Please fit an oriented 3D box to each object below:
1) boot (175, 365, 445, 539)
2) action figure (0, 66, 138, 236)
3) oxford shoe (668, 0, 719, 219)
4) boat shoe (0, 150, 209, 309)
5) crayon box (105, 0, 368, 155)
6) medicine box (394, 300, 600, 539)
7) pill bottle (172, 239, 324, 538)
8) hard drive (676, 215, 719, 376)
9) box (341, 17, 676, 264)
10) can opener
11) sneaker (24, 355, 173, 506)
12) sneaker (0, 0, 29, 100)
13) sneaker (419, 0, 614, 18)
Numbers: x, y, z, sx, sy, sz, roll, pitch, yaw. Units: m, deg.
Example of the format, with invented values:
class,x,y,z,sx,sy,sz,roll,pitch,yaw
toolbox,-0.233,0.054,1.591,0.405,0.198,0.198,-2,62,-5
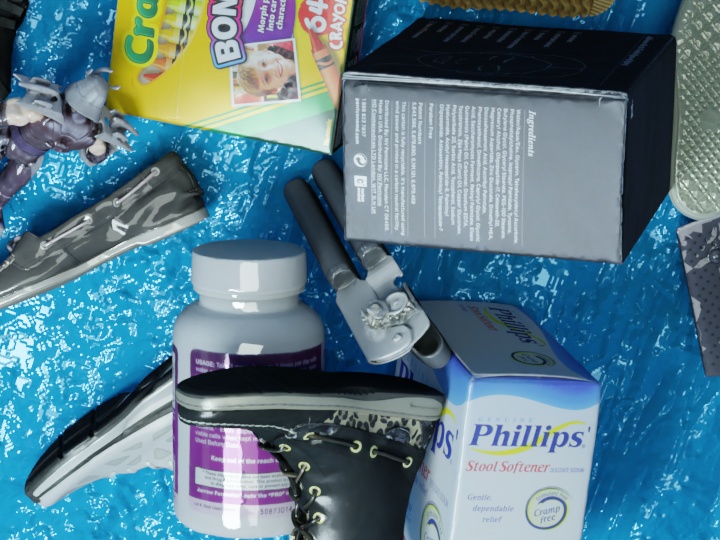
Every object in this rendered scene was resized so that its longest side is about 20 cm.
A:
class,x,y,z,sx,sy,sz,roll,pitch,yaw
boot,-0.040,0.148,1.604,0.202,0.073,0.155,4,101,-31
action figure,-0.246,-0.090,1.656,0.200,0.070,0.130,-34,134,28
oxford shoe,0.257,-0.138,1.720,0.075,0.058,0.201,8,90,-6
boat shoe,-0.210,-0.026,1.716,0.199,0.067,0.057,-24,90,-2
crayon box,-0.083,-0.198,1.654,0.171,0.058,0.201,11,105,10
medicine box,0.090,0.144,1.711,0.102,0.182,0.201,1,106,-15
pill bottle,-0.080,0.083,1.674,0.111,0.112,0.201,0,102,-4
hard drive,0.344,-0.003,1.768,0.199,0.042,0.136,-14,106,0
box,0.107,-0.095,1.617,0.195,0.200,0.125,4,108,17
can opener,0.000,0.000,1.679,0.052,0.200,0.067,-33,139,4
sneaker,-0.149,0.144,1.757,0.200,0.076,0.116,-35,103,3
sneaker,-0.253,-0.214,1.652,0.081,0.073,0.201,0,106,-6
sneaker,0.099,-0.240,1.677,0.199,0.090,0.075,13,144,13
